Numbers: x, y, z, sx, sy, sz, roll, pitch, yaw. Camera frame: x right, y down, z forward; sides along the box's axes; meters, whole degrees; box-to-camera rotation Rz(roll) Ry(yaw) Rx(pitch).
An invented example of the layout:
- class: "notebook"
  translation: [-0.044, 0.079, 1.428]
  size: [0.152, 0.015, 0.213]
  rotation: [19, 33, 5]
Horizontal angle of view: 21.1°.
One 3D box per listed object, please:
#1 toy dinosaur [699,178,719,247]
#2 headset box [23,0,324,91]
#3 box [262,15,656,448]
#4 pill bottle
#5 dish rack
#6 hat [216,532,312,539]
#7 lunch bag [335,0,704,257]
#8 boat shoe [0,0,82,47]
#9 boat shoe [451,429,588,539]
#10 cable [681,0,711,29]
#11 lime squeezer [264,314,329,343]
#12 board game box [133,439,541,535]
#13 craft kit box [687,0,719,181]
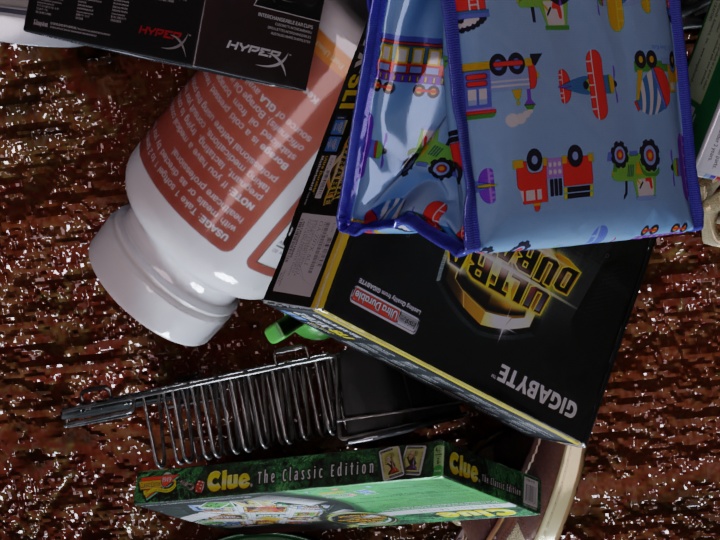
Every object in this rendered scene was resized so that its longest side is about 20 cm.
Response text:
- class: "toy dinosaur"
  translation: [0.198, -0.067, 0.997]
  size: [0.198, 0.058, 0.102]
  rotation: [3, 109, -17]
- class: "headset box"
  translation: [-0.079, -0.200, 0.939]
  size: [0.148, 0.077, 0.202]
  rotation: [15, 95, 46]
- class: "box"
  translation: [0.061, -0.021, 0.955]
  size: [0.199, 0.049, 0.161]
  rotation: [29, 75, -38]
- class: "pill bottle"
  translation: [-0.052, -0.060, 1.016]
  size: [0.112, 0.112, 0.200]
  rotation: [41, 109, -5]
- class: "dish rack"
  translation: [-0.055, 0.073, 1.037]
  size: [0.198, 0.153, 0.055]
  rotation: [-11, 85, 17]
- class: "hat"
  translation: [-0.059, 0.252, 1.079]
  size: [0.165, 0.176, 0.200]
  rotation: [41, 109, -5]
- class: "lunch bag"
  translation: [0.076, -0.116, 0.859]
  size: [0.094, 0.150, 0.202]
  rotation: [12, 104, 49]
- class: "boat shoe"
  translation: [-0.230, -0.182, 1.033]
  size: [0.200, 0.075, 0.087]
  rotation: [19, 107, 13]
- class: "boat shoe"
  translation: [0.077, 0.129, 1.078]
  size: [0.071, 0.072, 0.201]
  rotation: [19, 115, 1]
- class: "cable"
  translation: [0.171, -0.145, 1.001]
  size: [0.199, 0.050, 0.097]
  rotation: [-30, 108, 29]
- class: "lime squeezer"
  translation: [0.000, 0.000, 1.011]
  size: [0.038, 0.199, 0.071]
  rotation: [49, 136, 11]
- class: "board game box"
  translation: [-0.013, 0.120, 1.044]
  size: [0.199, 0.105, 0.024]
  rotation: [-9, 67, 32]
- class: "craft kit box"
  translation: [0.266, -0.124, 0.935]
  size: [0.196, 0.049, 0.201]
  rotation: [9, 109, -26]
